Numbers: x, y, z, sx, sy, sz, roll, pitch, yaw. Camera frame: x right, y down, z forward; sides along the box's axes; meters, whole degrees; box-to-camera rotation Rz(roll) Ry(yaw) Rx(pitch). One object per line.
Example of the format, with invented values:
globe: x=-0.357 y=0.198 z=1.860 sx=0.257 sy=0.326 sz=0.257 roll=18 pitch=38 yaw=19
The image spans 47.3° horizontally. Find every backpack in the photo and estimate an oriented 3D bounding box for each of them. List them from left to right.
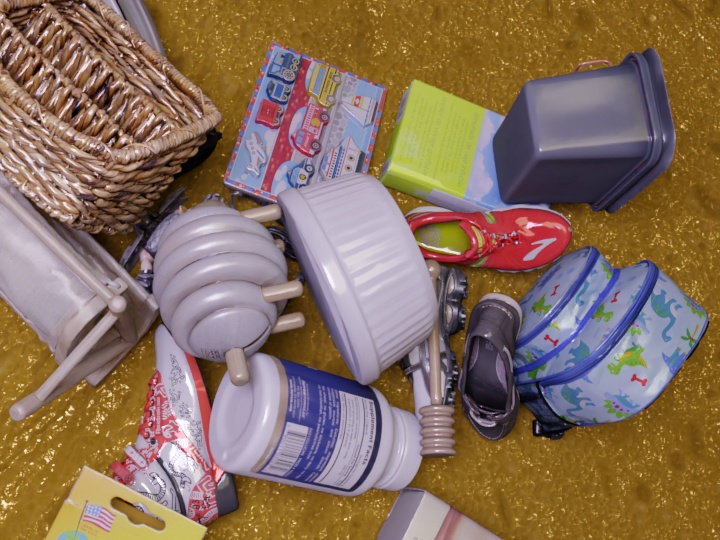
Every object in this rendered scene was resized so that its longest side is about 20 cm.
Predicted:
backpack: x=0.241 y=0.069 z=0.862 sx=0.147 sy=0.200 sz=0.184 roll=43 pitch=71 yaw=-6

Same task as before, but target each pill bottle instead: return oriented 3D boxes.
pill bottle: x=-0.037 y=0.156 z=0.800 sx=0.198 sy=0.110 sz=0.113 roll=22 pitch=70 yaw=-33

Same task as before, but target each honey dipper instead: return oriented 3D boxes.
honey dipper: x=0.076 y=0.085 z=0.837 sx=0.037 sy=0.038 sz=0.203 roll=5 pitch=71 yaw=-13

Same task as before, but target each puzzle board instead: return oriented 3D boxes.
puzzle board: x=-0.056 y=-0.156 z=0.926 sx=0.148 sy=0.017 sz=0.203 roll=18 pitch=63 yaw=-9

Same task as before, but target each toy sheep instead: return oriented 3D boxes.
toy sheep: x=-0.123 y=0.014 z=0.752 sx=0.136 sy=0.139 sz=0.202 roll=-7 pitch=49 yaw=-16

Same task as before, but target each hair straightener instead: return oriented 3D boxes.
hair straightener: x=-0.057 y=-0.027 z=0.897 sx=0.198 sy=0.041 sz=0.078 roll=28 pitch=72 yaw=-10

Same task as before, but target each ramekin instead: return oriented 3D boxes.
ramekin: x=0.000 y=0.000 z=0.797 sx=0.093 sy=0.202 sz=0.205 roll=-24 pitch=83 yaw=-8

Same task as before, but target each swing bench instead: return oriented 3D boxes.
swing bench: x=-0.294 y=0.004 z=0.740 sx=0.199 sy=0.200 sz=0.130 roll=44 pitch=91 yaw=-1

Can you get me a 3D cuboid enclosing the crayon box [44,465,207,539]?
crayon box: x=-0.231 y=0.283 z=0.737 sx=0.126 sy=0.051 sz=0.202 roll=29 pitch=93 yaw=-6

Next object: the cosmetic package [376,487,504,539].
cosmetic package: x=0.113 y=0.316 z=0.832 sx=0.198 sy=0.087 sz=0.104 roll=32 pitch=72 yaw=-5

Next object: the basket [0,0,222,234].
basket: x=-0.247 y=-0.150 z=0.704 sx=0.200 sy=0.143 sz=0.149 roll=44 pitch=98 yaw=9

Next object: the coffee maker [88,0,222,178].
coffee maker: x=-0.270 y=-0.174 z=0.850 sx=0.190 sy=0.135 sz=0.202 roll=-29 pitch=83 yaw=8

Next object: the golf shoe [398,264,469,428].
golf shoe: x=0.064 y=0.093 z=0.893 sx=0.093 sy=0.078 sz=0.203 roll=6 pitch=73 yaw=7

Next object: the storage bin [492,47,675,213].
storage bin: x=0.223 y=-0.147 z=0.878 sx=0.132 sy=0.200 sz=0.148 roll=-5 pitch=78 yaw=-6

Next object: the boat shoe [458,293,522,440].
boat shoe: x=0.127 y=0.114 z=0.841 sx=0.066 sy=0.202 sz=0.057 roll=16 pitch=43 yaw=23

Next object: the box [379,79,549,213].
box: x=0.131 y=-0.130 z=0.969 sx=0.197 sy=0.048 sz=0.124 roll=19 pitch=73 yaw=-10

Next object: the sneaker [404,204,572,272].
sneaker: x=0.134 y=-0.030 z=0.902 sx=0.196 sy=0.085 sz=0.078 roll=-1 pitch=98 yaw=6

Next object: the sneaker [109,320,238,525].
sneaker: x=-0.198 y=0.155 z=0.803 sx=0.106 sy=0.067 sz=0.204 roll=-17 pitch=84 yaw=-20

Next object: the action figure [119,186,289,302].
action figure: x=-0.165 y=-0.011 z=0.855 sx=0.199 sy=0.069 sz=0.131 roll=35 pitch=80 yaw=1
